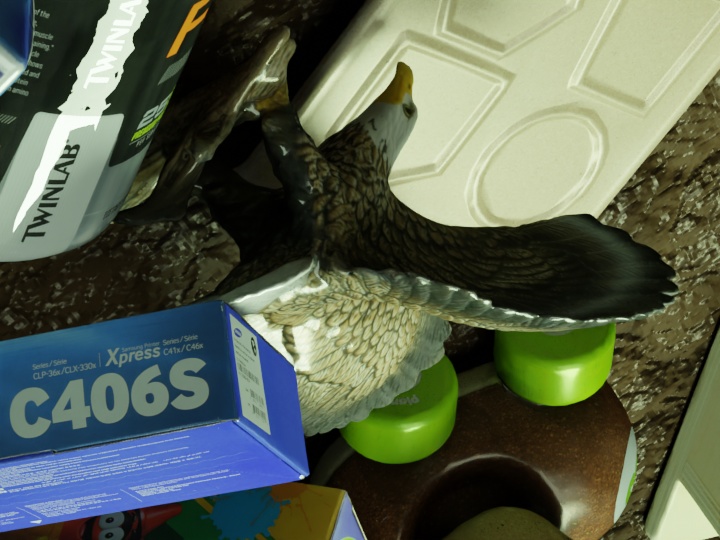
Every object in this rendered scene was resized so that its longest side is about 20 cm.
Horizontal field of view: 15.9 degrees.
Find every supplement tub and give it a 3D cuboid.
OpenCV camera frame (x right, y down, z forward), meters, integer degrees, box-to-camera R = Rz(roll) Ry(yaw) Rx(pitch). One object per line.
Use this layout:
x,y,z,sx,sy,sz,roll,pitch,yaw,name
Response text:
-0.100,-0.113,0.812,0.122,0.123,0.201,0,131,-35,supplement tub

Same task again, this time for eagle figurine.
0.004,-0.006,0.949,0.151,0.152,0.200,-48,120,-1,eagle figurine

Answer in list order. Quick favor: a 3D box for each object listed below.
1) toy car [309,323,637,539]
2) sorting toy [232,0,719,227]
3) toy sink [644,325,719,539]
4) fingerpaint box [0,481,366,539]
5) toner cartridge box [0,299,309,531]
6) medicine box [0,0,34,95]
0.080,0.139,1.141,0.157,0.200,0.165,-18,140,-18,toy car
0.063,-0.084,1.033,0.184,0.037,0.200,17,124,-44,sorting toy
0.243,0.091,1.276,0.129,0.112,0.201,-9,136,-27,toy sink
-0.068,0.162,1.090,0.166,0.074,0.201,7,146,20,fingerpaint box
-0.125,0.058,0.875,0.198,0.044,0.095,-11,161,10,toner cartridge box
-0.219,-0.074,0.694,0.182,0.103,0.200,-42,111,12,medicine box
